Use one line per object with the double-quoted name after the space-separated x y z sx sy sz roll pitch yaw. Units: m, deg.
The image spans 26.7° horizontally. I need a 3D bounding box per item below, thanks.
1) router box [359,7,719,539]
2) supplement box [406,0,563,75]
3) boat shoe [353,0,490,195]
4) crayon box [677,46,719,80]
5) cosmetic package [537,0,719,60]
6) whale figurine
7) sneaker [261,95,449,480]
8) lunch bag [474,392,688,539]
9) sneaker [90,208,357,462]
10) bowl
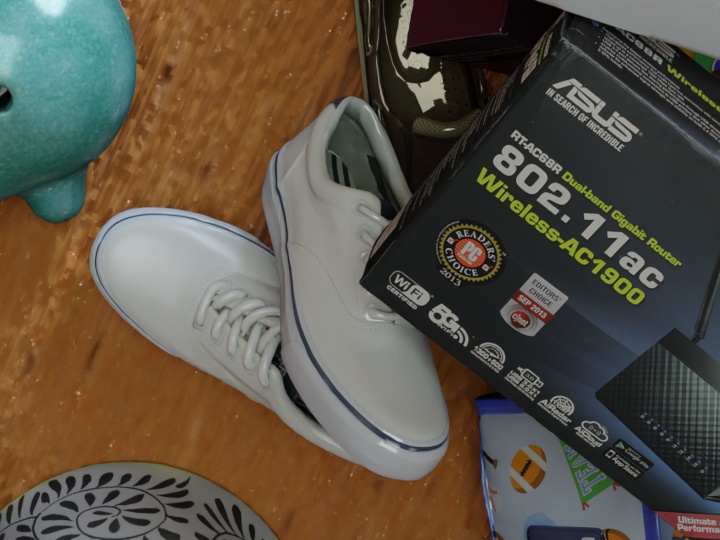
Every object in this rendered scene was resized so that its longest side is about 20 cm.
0.121 0.004 0.622 0.199 0.062 0.150 37 127 -4 "router box"
0.131 -0.142 0.730 0.198 0.085 0.112 9 89 -29 "supplement box"
0.037 -0.065 0.766 0.074 0.075 0.204 -17 92 -3 "boat shoe"
0.180 -0.056 0.694 0.171 0.058 0.202 -13 126 -18 "crayon box"
0.107 -0.178 0.605 0.149 0.052 0.201 14 49 -6 "cosmetic package"
-0.197 -0.071 0.731 0.200 0.104 0.159 -43 114 8 "whale figurine"
0.000 0.000 0.702 0.072 0.071 0.201 6 46 -32 "sneaker"
0.164 0.130 0.759 0.198 0.124 0.172 -8 91 10 "lunch bag"
-0.044 0.030 0.756 0.199 0.071 0.073 29 89 -4 "sneaker"
-0.120 0.201 0.751 0.198 0.094 0.203 0 91 -5 "bowl"
